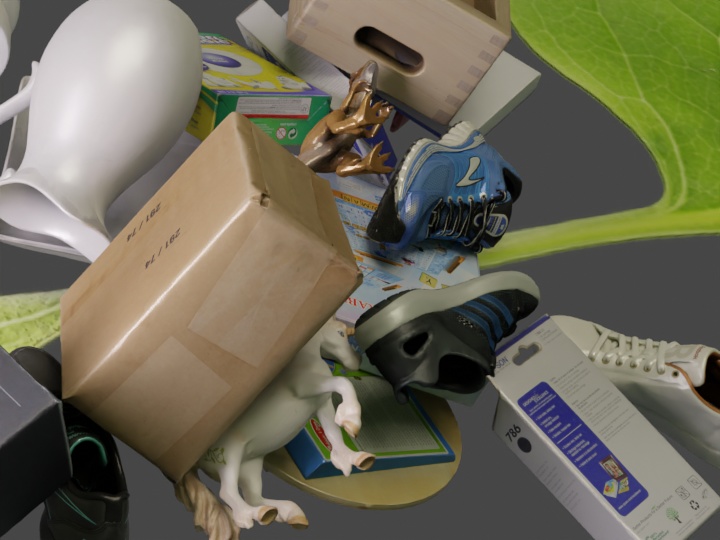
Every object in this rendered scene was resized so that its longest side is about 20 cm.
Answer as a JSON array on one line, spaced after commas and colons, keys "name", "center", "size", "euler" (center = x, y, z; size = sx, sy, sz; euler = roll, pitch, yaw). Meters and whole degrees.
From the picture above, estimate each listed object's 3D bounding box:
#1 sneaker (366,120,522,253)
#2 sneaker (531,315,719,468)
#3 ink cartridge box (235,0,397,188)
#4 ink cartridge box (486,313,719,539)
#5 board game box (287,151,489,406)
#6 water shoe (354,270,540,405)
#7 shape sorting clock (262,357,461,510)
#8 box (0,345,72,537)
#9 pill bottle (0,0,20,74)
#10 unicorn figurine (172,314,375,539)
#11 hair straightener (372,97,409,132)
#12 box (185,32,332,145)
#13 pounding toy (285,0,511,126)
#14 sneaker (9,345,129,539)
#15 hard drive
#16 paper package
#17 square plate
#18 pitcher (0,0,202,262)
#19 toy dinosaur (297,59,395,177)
[{"name": "sneaker", "center": [0.075, -0.058, 1.747], "size": [0.089, 0.079, 0.200], "euler": [35, 31, 13]}, {"name": "sneaker", "center": [0.234, 0.074, 1.745], "size": [0.199, 0.085, 0.073], "euler": [27, 42, 8]}, {"name": "ink cartridge box", "center": [-0.024, -0.137, 1.843], "size": [0.037, 0.095, 0.200], "euler": [-38, 59, -7]}, {"name": "ink cartridge box", "center": [0.173, 0.132, 1.664], "size": [0.200, 0.039, 0.099], "euler": [49, 46, 11]}, {"name": "board game box", "center": [0.000, 0.000, 1.718], "size": [0.199, 0.041, 0.200], "euler": [20, 33, -16]}, {"name": "water shoe", "center": [0.070, 0.054, 1.610], "size": [0.199, 0.071, 0.079], "euler": [-11, 71, -50]}, {"name": "shape sorting clock", "center": [-0.019, 0.103, 1.633], "size": [0.199, 0.039, 0.200], "euler": [21, 32, -14]}, {"name": "box", "center": [-0.305, 0.120, 1.390], "size": [0.200, 0.107, 0.148], "euler": [-40, 67, -22]}, {"name": "pill bottle", "center": [-0.336, -0.242, 1.814], "size": [0.113, 0.114, 0.201], "euler": [7, 43, -17]}, {"name": "unicorn figurine", "center": [-0.048, 0.100, 1.522], "size": [0.199, 0.074, 0.137], "euler": [-30, 46, -16]}, {"name": "hair straightener", "center": [0.052, -0.197, 1.988], "size": [0.077, 0.041, 0.200], "euler": [32, 47, 13]}, {"name": "box", "center": [-0.126, -0.154, 1.810], "size": [0.117, 0.049, 0.200], "euler": [-3, 21, -38]}, {"name": "pounding toy", "center": [0.004, -0.234, 1.853], "size": [0.199, 0.142, 0.185], "euler": [27, 32, -16]}, {"name": "sneaker", "center": [-0.196, 0.117, 1.511], "size": [0.075, 0.080, 0.200], "euler": [-6, 46, -28]}, {"name": "hard drive", "center": [0.043, -0.188, 1.934], "size": [0.199, 0.025, 0.132], "euler": [33, 42, 14]}, {"name": "paper package", "center": [-0.106, 0.013, 1.522], "size": [0.103, 0.200, 0.191], "euler": [38, 13, -20]}, {"name": "square plate", "center": [-0.186, -0.064, 1.752], "size": [0.197, 0.029, 0.201], "euler": [13, 41, -10]}, {"name": "pitcher", "center": [-0.220, -0.118, 1.674], "size": [0.171, 0.121, 0.201], "euler": [16, 64, 18]}, {"name": "toy dinosaur", "center": [-0.029, -0.090, 1.708], "size": [0.200, 0.106, 0.061], "euler": [-43, 113, -36]}]
